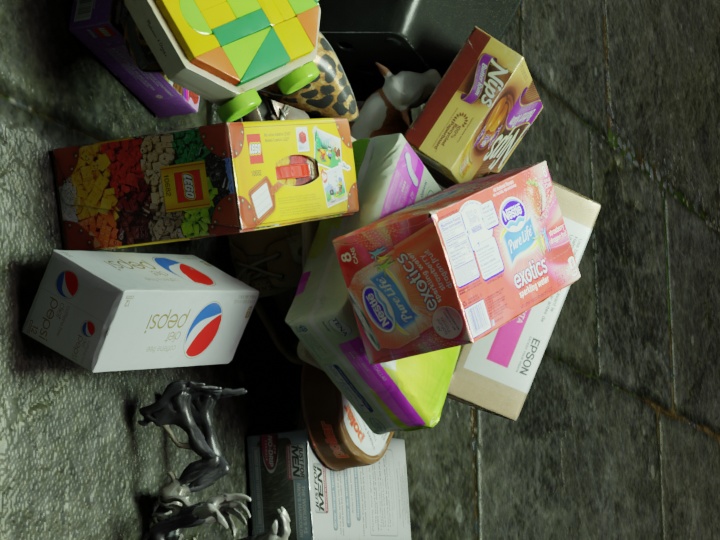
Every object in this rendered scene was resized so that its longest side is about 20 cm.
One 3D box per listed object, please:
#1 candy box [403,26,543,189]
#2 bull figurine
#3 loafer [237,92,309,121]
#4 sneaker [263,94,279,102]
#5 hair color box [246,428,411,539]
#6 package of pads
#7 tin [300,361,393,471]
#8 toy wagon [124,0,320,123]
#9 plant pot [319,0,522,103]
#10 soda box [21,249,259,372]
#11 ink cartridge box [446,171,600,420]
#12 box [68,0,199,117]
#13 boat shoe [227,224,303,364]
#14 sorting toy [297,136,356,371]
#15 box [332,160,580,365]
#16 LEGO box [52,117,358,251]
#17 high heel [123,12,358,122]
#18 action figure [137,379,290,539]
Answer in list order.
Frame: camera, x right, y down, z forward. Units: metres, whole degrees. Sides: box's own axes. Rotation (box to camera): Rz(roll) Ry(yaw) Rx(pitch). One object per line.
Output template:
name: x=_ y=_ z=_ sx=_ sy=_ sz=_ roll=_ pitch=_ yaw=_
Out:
candy box: x=0.101 y=-0.131 z=1.772 sx=0.117 sy=0.056 sz=0.200 roll=-57 pitch=167 yaw=-1
bull figurine: x=0.012 y=-0.096 z=1.778 sx=0.201 sy=0.065 sz=0.121 roll=-57 pitch=159 yaw=10
loafer: x=-0.061 y=-0.109 z=1.710 sx=0.072 sy=0.062 sz=0.202 roll=-31 pitch=112 yaw=-63
sneaker: x=-0.053 y=-0.247 z=1.616 sx=0.147 sy=0.080 sz=0.201 roll=-55 pitch=145 yaw=-26
hair color box: x=-0.024 y=0.192 z=1.720 sx=0.200 sy=0.060 sz=0.100 roll=17 pitch=67 yaw=-64
package of pads: x=0.026 y=0.013 z=1.594 sx=0.155 sy=0.068 sz=0.201 roll=52 pitch=41 yaw=-35
tin: x=0.002 y=0.083 z=1.699 sx=0.113 sy=0.042 sz=0.200 roll=63 pitch=30 yaw=-25
toy wagon: x=-0.085 y=-0.200 z=1.461 sx=0.200 sy=0.039 sz=0.156 roll=-31 pitch=91 yaw=-45
plant pot: x=0.027 y=-0.258 z=1.804 sx=0.199 sy=0.199 sz=0.179 roll=42 pitch=57 yaw=-56
soda box: x=-0.154 y=0.029 z=1.443 sx=0.200 sy=0.068 sz=0.064 roll=0 pitch=115 yaw=-65
ink cartridge box: x=0.122 y=0.019 z=1.739 sx=0.165 sy=0.075 sz=0.201 roll=-155 pitch=-92 yaw=-80
box: x=-0.161 y=-0.239 z=1.551 sx=0.137 sy=0.039 sz=0.202 roll=45 pitch=44 yaw=-55
boat shoe: x=-0.072 y=-0.006 z=1.657 sx=0.065 sy=0.072 sz=0.201 roll=-74 pitch=153 yaw=-42
sorting toy: x=0.000 y=0.000 z=1.657 sx=0.185 sy=0.036 sz=0.202 roll=30 pitch=55 yaw=-51
box: x=0.076 y=-0.009 z=1.529 sx=0.200 sy=0.094 sz=0.103 roll=-27 pitch=102 yaw=-57
LEGO box: x=-0.111 y=-0.065 z=1.487 sx=0.200 sy=0.148 sz=0.078 roll=-12 pitch=95 yaw=-66
high heel: x=-0.089 y=-0.144 z=1.501 sx=0.200 sy=0.071 sz=0.143 roll=38 pitch=38 yaw=-17
action figure: x=-0.112 y=0.184 z=1.484 sx=0.119 sy=0.101 sz=0.202 roll=36 pitch=50 yaw=-73
